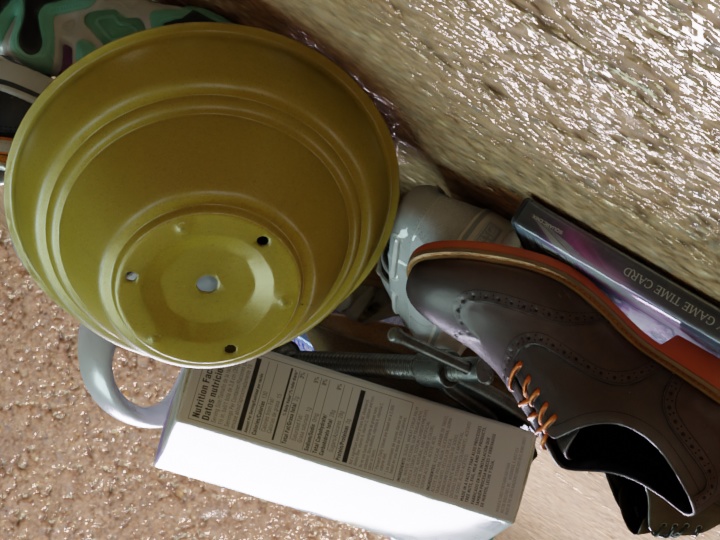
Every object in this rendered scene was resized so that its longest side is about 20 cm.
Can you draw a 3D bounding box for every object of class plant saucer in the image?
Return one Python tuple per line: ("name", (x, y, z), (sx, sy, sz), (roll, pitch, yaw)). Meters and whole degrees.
("plant saucer", (0.054, 0.067, 1.474), (0.199, 0.036, 0.200), (14, -177, -1))

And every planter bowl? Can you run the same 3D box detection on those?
("planter bowl", (-0.076, -0.015, 1.144), (0.200, 0.200, 0.084), (38, -156, -27))

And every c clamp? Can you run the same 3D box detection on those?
("c clamp", (0.015, 0.061, 1.338), (0.170, 0.027, 0.199), (28, 160, -37))

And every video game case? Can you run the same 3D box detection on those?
("video game case", (0.171, 0.039, 1.171), (0.199, 0.019, 0.143), (32, 172, 20))

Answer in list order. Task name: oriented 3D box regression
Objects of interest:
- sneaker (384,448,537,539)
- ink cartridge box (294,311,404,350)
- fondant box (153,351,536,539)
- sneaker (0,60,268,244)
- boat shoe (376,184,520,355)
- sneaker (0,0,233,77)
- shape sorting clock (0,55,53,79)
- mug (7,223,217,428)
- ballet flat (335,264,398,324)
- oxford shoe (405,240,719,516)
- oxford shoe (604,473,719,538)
("sneaker", (0.008, 0.129, 1.488), (0.199, 0.094, 0.070), (12, -158, -10))
("ink cartridge box", (0.018, 0.056, 1.697), (0.199, 0.077, 0.136), (31, 172, 11))
("fondant box", (-0.013, 0.104, 1.355), (0.199, 0.059, 0.144), (18, 163, -5))
("sneaker", (-0.116, -0.033, 1.229), (0.199, 0.080, 0.078), (24, 169, -2))
("boat shoe", (0.042, 0.003, 1.289), (0.068, 0.072, 0.200), (35, 173, 9))
("sneaker", (-0.125, -0.108, 1.270), (0.199, 0.078, 0.140), (31, 171, 21))
("shape sorting clock", (-0.255, -0.150, 1.329), (0.199, 0.039, 0.200), (28, -178, -1))
("mug", (-0.117, -0.002, 1.449), (0.147, 0.201, 0.175), (7, 164, 33))
("ballet flat", (0.000, 0.000, 1.468), (0.068, 0.063, 0.200), (32, 172, 14))
("oxford shoe", (0.098, 0.049, 1.142), (0.199, 0.073, 0.071), (27, 149, 21))
("oxford shoe", (0.192, 0.129, 1.389), (0.200, 0.085, 0.073), (35, 170, -22))
